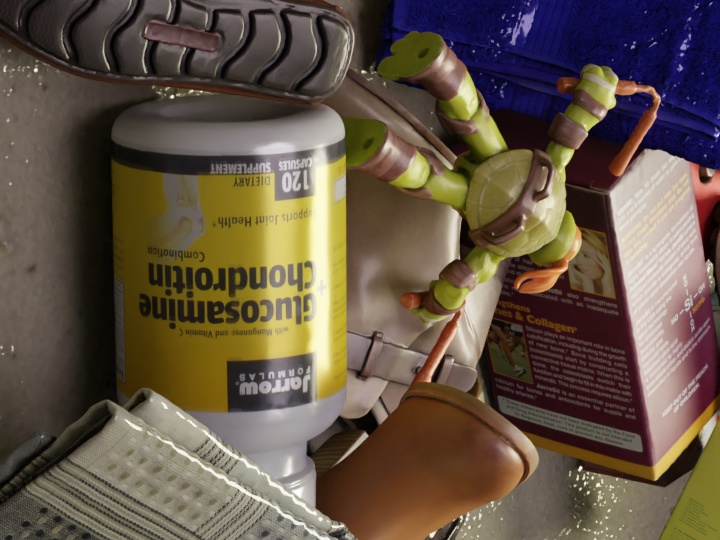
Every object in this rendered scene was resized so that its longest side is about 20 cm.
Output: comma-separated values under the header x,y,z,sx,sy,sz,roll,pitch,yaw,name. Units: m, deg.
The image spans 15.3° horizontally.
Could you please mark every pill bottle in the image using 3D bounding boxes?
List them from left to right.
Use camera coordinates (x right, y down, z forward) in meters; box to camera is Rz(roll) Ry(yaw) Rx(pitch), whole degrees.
x,y,z,sx,sy,sz,roll,pitch,yaw,name
-0.062,0.020,1.287,0.112,0.112,0.200,-16,109,-49,pill bottle

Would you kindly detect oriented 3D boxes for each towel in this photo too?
x,y,z,sx,sy,sz,roll,pitch,yaw,name
-0.125,0.144,1.230,0.193,0.035,0.200,-38,140,13,towel
0.120,-0.147,1.421,0.050,0.200,0.148,93,14,-82,towel

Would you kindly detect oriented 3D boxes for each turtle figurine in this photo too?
x,y,z,sx,sy,sz,roll,pitch,yaw,name
0.059,-0.035,1.344,0.161,0.064,0.200,36,97,-35,turtle figurine

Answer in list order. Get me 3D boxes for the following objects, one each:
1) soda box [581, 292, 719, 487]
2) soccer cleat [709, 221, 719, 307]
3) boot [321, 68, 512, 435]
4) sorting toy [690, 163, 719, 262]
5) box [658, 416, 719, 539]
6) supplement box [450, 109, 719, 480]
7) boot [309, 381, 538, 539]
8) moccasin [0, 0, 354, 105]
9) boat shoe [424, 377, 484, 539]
x,y,z,sx,sy,sz,roll,pitch,yaw,name
0.216,0.067,1.684,0.200,0.064,0.068,-25,117,-47,soda box
0.264,0.048,1.626,0.068,0.073,0.200,-43,132,-38,soccer cleat
0.000,0.000,1.404,0.200,0.070,0.146,41,78,-33,boot
0.186,-0.107,1.602,0.200,0.070,0.199,-47,131,-34,sorting toy
0.235,0.097,1.578,0.075,0.050,0.200,-42,158,-56,box
0.129,0.006,1.514,0.086,0.110,0.200,-43,133,-38,supplement box
-0.003,0.141,1.328,0.074,0.200,0.155,44,60,-10,boot
-0.100,-0.126,1.237,0.201,0.078,0.074,4,107,-32,moccasin
0.021,0.144,1.451,0.200,0.073,0.065,-56,131,-27,boat shoe
